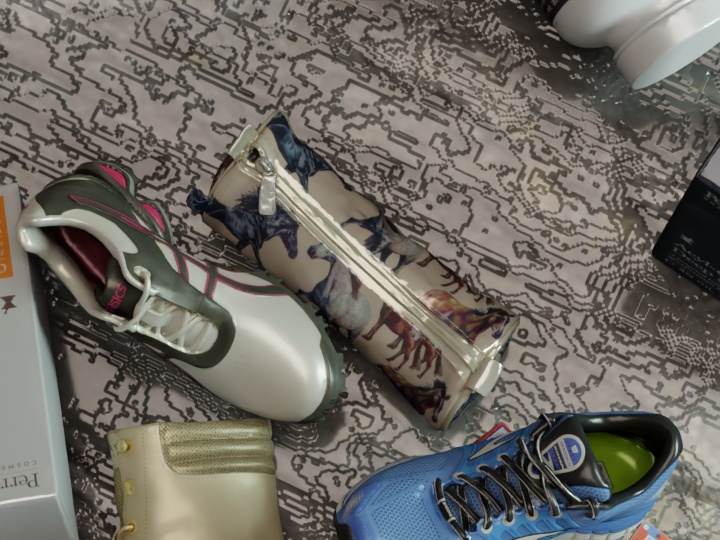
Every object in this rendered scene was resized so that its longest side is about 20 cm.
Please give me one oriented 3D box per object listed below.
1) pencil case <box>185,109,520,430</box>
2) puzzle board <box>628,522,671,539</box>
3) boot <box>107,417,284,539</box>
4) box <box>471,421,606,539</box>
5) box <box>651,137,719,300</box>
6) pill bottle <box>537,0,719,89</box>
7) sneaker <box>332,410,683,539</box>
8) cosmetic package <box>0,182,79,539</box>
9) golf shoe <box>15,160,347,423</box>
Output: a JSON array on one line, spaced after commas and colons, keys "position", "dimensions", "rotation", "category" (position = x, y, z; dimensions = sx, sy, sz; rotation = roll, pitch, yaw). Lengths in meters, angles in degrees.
[{"position": [0.000, 0.000, 1.440], "dimensions": [0.200, 0.089, 0.078], "rotation": [41, 94, 7], "category": "pencil case"}, {"position": [0.156, 0.250, 1.360], "dimensions": [0.150, 0.017, 0.200], "rotation": [36, 66, 6], "category": "puzzle board"}, {"position": [-0.130, 0.165, 1.413], "dimensions": [0.199, 0.073, 0.156], "rotation": [-11, 80, -5], "category": "boot"}, {"position": [0.026, 0.184, 1.364], "dimensions": [0.200, 0.096, 0.100], "rotation": [-37, 80, -33], "category": "box"}, {"position": [0.254, -0.029, 1.391], "dimensions": [0.148, 0.200, 0.107], "rotation": [34, 80, 7], "category": "box"}, {"position": [0.131, -0.206, 1.470], "dimensions": [0.112, 0.112, 0.201], "rotation": [-31, 81, -6], "category": "pill bottle"}, {"position": [0.077, 0.106, 1.315], "dimensions": [0.199, 0.089, 0.079], "rotation": [-15, 68, -29], "category": "sneaker"}, {"position": [-0.216, 0.060, 1.403], "dimensions": [0.101, 0.071, 0.201], "rotation": [-11, 58, -3], "category": "cosmetic package"}, {"position": [-0.101, 0.023, 1.407], "dimensions": [0.200, 0.088, 0.077], "rotation": [35, 113, 10], "category": "golf shoe"}]
